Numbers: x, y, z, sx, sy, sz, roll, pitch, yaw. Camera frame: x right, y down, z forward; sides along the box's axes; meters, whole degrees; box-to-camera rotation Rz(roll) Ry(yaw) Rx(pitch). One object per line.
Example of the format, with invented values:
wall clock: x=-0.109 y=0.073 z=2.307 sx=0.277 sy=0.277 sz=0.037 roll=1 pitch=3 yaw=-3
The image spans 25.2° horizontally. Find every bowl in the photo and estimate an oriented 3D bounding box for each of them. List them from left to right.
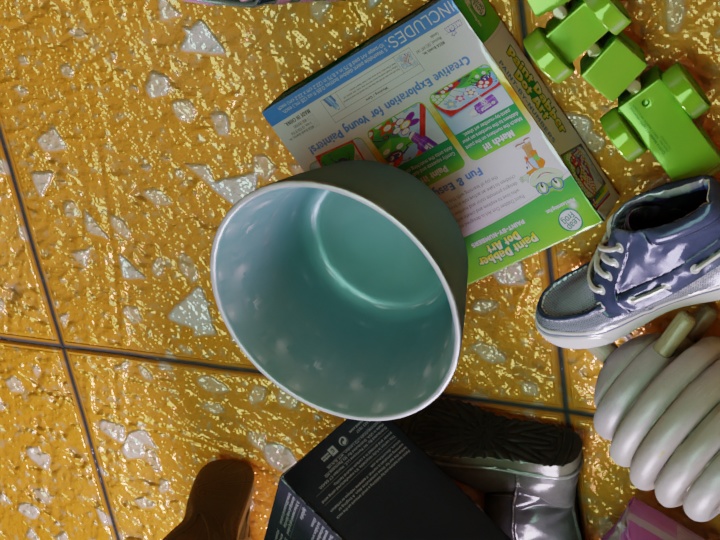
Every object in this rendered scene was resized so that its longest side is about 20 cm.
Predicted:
bowl: x=0.000 y=0.000 z=1.186 sx=0.200 sy=0.105 sz=0.202 roll=14 pitch=126 yaw=20

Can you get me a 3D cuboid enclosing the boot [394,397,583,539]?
boot: x=0.111 y=0.212 z=1.354 sx=0.181 sy=0.073 sz=0.201 roll=14 pitch=133 yaw=23

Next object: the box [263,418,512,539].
box: x=0.022 y=0.233 z=1.318 sx=0.182 sy=0.104 sz=0.200 roll=45 pitch=156 yaw=13

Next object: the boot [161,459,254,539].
boot: x=-0.139 y=0.289 z=1.449 sx=0.072 sy=0.200 sz=0.156 roll=6 pitch=126 yaw=10

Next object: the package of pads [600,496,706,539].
package of pads: x=0.261 y=0.280 z=1.281 sx=0.199 sy=0.076 sz=0.121 roll=31 pitch=123 yaw=-5

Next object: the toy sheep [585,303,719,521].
toy sheep: x=0.238 y=0.104 z=1.168 sx=0.200 sy=0.138 sz=0.138 roll=44 pitch=134 yaw=24

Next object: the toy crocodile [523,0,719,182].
toy crocodile: x=0.174 y=-0.136 z=1.087 sx=0.067 sy=0.062 sz=0.200 roll=-40 pitch=102 yaw=21

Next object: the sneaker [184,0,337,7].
sneaker: x=-0.046 y=-0.212 z=1.139 sx=0.199 sy=0.082 sz=0.071 roll=0 pitch=120 yaw=28

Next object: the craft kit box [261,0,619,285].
craft kit box: x=0.057 y=-0.086 z=1.193 sx=0.199 sy=0.049 sz=0.198 roll=-26 pitch=103 yaw=38

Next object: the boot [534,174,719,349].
boot: x=0.188 y=-0.010 z=1.133 sx=0.199 sy=0.073 sz=0.090 roll=-23 pitch=133 yaw=35
